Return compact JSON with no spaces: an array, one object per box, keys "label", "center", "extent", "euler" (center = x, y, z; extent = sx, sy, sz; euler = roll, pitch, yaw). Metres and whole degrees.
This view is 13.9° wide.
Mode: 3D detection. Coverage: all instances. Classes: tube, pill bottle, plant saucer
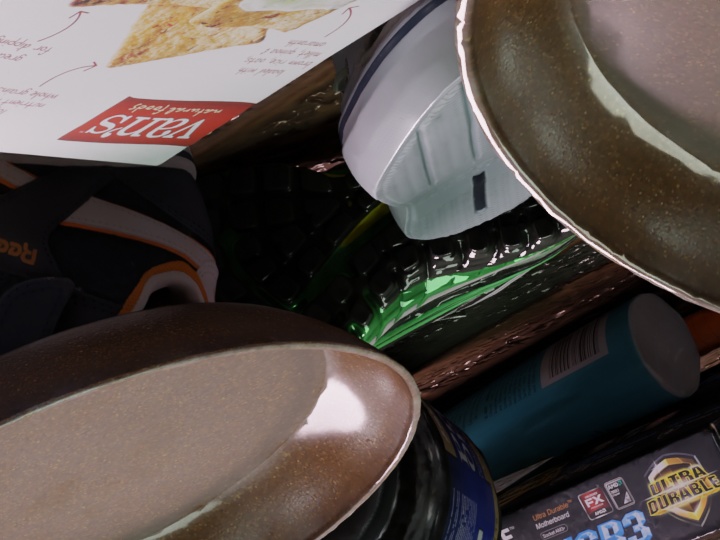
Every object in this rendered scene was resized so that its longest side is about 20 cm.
[{"label":"tube","center":[0.063,0.072,1.354],"extent":[0.200,0.050,0.077],"euler":[-29,-177,34]},{"label":"pill bottle","center":[-0.011,0.093,1.197],"extent":[0.112,0.112,0.200],"euler":[-23,165,6]},{"label":"plant saucer","center":[-0.080,0.064,0.830],"extent":[0.200,0.032,0.200],"euler":[-22,156,-10]},{"label":"plant saucer","center":[0.121,-0.046,0.626],"extent":[0.200,0.032,0.200],"euler":[12,148,7]}]

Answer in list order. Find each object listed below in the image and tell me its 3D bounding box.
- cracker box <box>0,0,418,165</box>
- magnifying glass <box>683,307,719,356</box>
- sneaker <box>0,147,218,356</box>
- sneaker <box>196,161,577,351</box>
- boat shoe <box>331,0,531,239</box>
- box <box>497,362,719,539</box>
[{"label":"cracker box","center":[-0.022,-0.092,0.632],"extent":[0.200,0.058,0.134],"euler":[-29,163,30]},{"label":"magnifying glass","center":[0.136,0.042,1.403],"extent":[0.200,0.022,0.080],"euler":[-28,164,31]},{"label":"sneaker","center":[-0.116,0.003,0.805],"extent":[0.200,0.080,0.078],"euler":[-5,159,-42]},{"label":"sneaker","center":[0.000,0.000,0.950],"extent":[0.200,0.078,0.085],"euler":[-22,166,2]},{"label":"boat shoe","center":[0.017,-0.057,0.777],"extent":[0.073,0.067,0.200],"euler":[-25,171,-9]},{"label":"box","center":[0.147,0.082,1.333],"extent":[0.200,0.050,0.198],"euler":[-29,-178,44]}]
